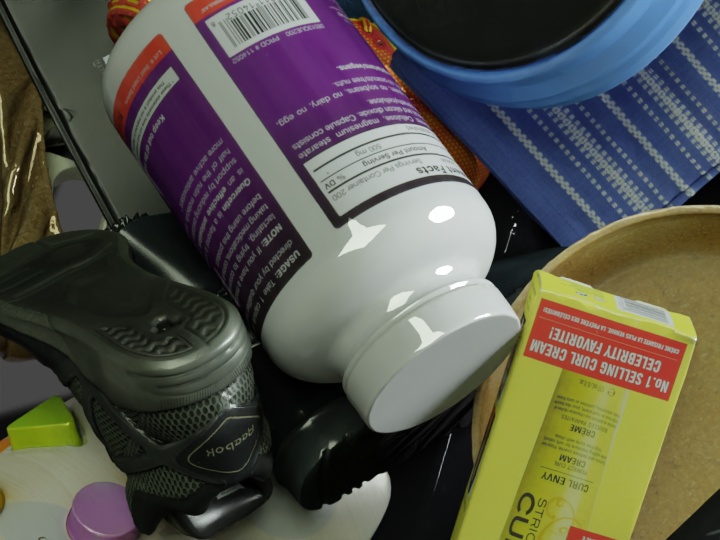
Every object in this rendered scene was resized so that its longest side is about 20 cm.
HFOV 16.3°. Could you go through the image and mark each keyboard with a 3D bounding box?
[{"bbox_3d":[-0.106,-0.092,1.241,0.104,0.040,0.201,-26,85,-13],"label":"keyboard"}]

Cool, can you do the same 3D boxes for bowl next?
[{"bbox_3d":[0.074,-0.173,1.107,0.200,0.039,0.202,-8,77,37],"label":"bowl"}]

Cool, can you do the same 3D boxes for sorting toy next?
[{"bbox_3d":[-0.086,0.108,1.145,0.200,0.107,0.180,40,58,21],"label":"sorting toy"}]

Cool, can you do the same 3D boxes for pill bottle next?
[{"bbox_3d":[-0.018,-0.032,1.071,0.112,0.113,0.200,-32,67,-7],"label":"pill bottle"}]

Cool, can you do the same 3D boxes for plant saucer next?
[{"bbox_3d":[0.148,0.068,1.111,0.199,0.035,0.202,0,100,3],"label":"plant saucer"}]

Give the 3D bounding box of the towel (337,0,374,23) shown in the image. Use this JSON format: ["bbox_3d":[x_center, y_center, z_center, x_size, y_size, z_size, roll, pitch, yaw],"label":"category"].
[{"bbox_3d":[0.022,-0.157,1.219,0.199,0.112,0.049,18,39,21],"label":"towel"}]

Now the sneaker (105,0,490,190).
[{"bbox_3d":[-0.028,-0.093,1.206,0.199,0.073,0.078,24,69,-15],"label":"sneaker"}]

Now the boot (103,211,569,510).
[{"bbox_3d":[0.000,0.000,1.163,0.199,0.077,0.168,-28,62,-23],"label":"boot"}]

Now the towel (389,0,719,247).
[{"bbox_3d":[0.127,-0.106,1.145,0.145,0.024,0.200,46,116,-9],"label":"towel"}]

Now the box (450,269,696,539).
[{"bbox_3d":[0.079,0.107,1.077,0.075,0.050,0.201,18,100,-1],"label":"box"}]

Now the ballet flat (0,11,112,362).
[{"bbox_3d":[-0.158,-0.051,1.232,0.072,0.068,0.201,-4,65,-16],"label":"ballet flat"}]

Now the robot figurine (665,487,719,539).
[{"bbox_3d":[0.204,0.154,1.045,0.200,0.125,0.151,-41,69,8],"label":"robot figurine"}]

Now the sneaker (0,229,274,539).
[{"bbox_3d":[-0.101,0.051,1.091,0.076,0.115,0.199,-28,29,-25],"label":"sneaker"}]
